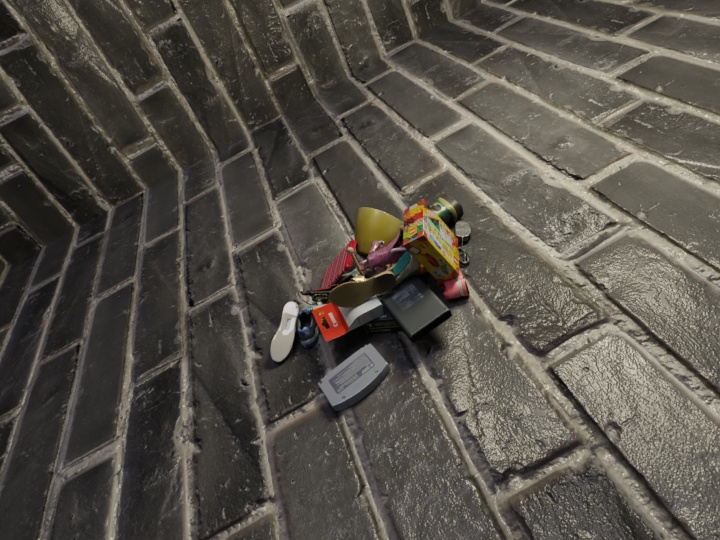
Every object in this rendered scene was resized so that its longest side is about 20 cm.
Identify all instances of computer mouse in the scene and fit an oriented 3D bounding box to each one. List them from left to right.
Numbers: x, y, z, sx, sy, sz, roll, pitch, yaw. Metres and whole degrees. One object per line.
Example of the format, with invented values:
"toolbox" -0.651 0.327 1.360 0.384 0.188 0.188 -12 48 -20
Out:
"computer mouse" 0.341 -0.090 1.746 0.057 0.034 0.203 1 49 9

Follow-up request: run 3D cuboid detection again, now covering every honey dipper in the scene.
"honey dipper" 0.000 0.000 1.709 0.037 0.202 0.038 -15 38 13

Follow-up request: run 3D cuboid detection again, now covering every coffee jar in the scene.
"coffee jar" 0.263 -0.181 1.846 0.198 0.086 0.104 -36 43 -8

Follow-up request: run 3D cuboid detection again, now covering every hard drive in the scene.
"hard drive" 0.158 0.106 1.524 0.138 0.033 0.200 -33 38 -5

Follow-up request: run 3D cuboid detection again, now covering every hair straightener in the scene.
"hair straightener" -0.107 0.077 1.711 0.195 0.042 0.077 -2 32 -14

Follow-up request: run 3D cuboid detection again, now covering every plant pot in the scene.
"plant pot" 0.056 -0.110 1.837 0.197 0.199 0.145 14 77 41

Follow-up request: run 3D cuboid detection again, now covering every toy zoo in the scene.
"toy zoo" -0.079 0.117 1.711 0.195 0.021 0.132 -11 35 -16

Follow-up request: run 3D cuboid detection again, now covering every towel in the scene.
"towel" -0.079 -0.004 1.806 0.200 0.022 0.146 -47 21 39

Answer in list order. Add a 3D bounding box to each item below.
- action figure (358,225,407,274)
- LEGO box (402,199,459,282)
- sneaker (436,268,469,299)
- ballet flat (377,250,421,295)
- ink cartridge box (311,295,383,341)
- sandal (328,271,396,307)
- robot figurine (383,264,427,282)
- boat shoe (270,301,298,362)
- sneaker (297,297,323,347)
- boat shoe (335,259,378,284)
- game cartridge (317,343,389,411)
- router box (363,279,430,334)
"action figure" 0.085 -0.039 1.642 0.197 0.136 0.149 -24 -7 5
"LEGO box" 0.213 -0.086 1.570 0.076 0.199 0.151 -24 41 31
"sneaker" 0.272 0.011 1.632 0.085 0.074 0.202 -22 38 9
"ballet flat" 0.116 0.018 1.608 0.200 0.071 0.073 -44 26 34
"ink cartridge box" -0.046 0.114 1.612 0.197 0.048 0.161 -24 39 -8
"sandal" 0.006 0.050 1.588 0.207 0.079 0.070 -19 17 2
"robot figurine" 0.160 -0.039 1.724 0.196 0.058 0.148 -14 75 13
"boat shoe" -0.248 0.206 1.735 0.070 0.069 0.205 7 71 2
"sneaker" -0.167 0.152 1.736 0.075 0.086 0.202 -15 39 16
"boat shoe" -0.010 0.029 1.785 0.197 0.073 0.062 -27 25 15
"game cartridge" -0.016 0.309 1.503 0.198 0.041 0.133 -36 34 -9
"router box" 0.113 0.113 1.623 0.196 0.063 0.152 -9 43 24
